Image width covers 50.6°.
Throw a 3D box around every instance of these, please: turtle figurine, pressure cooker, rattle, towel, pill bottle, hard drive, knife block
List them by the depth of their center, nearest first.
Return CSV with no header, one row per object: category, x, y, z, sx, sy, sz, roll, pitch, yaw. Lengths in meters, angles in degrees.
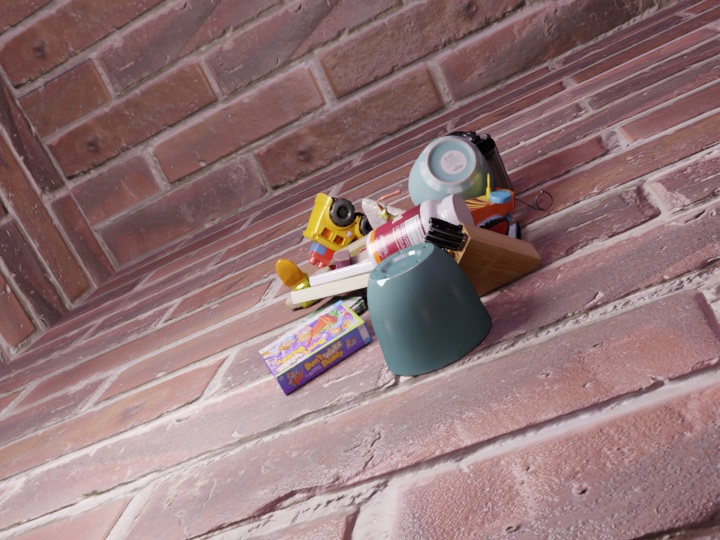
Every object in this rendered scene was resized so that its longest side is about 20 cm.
knife block,0.209,-0.047,1.382,0.197,0.177,0.064,-25,31,6
pill bottle,0.118,-0.066,1.477,0.198,0.114,0.113,-27,14,28
turtle figurine,0.124,-0.082,1.577,0.195,0.163,0.065,6,51,-3
towel,-0.093,0.122,1.659,0.199,0.031,0.148,-37,16,-22
hard drive,0.000,0.000,1.716,0.197,0.027,0.131,-14,-3,29
towel,0.079,-0.096,1.717,0.130,0.200,0.035,20,76,21
pressure cooker,0.266,-0.246,1.878,0.173,0.203,0.179,-19,18,21
rattle,-0.136,-0.003,1.918,0.130,0.143,0.201,-38,11,44

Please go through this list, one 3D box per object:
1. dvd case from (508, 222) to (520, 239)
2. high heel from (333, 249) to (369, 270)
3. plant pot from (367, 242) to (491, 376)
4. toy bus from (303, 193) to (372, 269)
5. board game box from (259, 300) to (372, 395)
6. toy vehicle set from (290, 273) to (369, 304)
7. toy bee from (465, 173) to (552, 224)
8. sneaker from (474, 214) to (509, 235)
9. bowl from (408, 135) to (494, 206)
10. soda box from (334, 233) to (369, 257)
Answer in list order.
dvd case,0.242,-0.036,1.599,0.197,0.018,0.143,-22,16,20
high heel,0.035,-0.016,1.848,0.195,0.097,0.068,-2,52,10
plant pot,0.100,0.053,1.293,0.198,0.163,0.201,-26,16,8
toy bus,-0.055,-0.085,2.036,0.195,0.197,0.135,-65,20,-3
board game box,-0.090,0.147,1.494,0.198,0.045,0.134,-31,25,-12
toy vehicle set,-0.043,0.038,1.705,0.196,0.027,0.124,-14,-3,21
toy bee,0.298,-0.140,1.666,0.196,0.133,0.109,9,19,-22
sneaker,0.204,-0.057,1.528,0.198,0.080,0.096,-35,38,4
bowl,0.202,-0.219,1.706,0.198,0.203,0.105,-28,-23,-4
soda box,0.035,-0.057,1.926,0.197,0.065,0.068,-28,16,-5
